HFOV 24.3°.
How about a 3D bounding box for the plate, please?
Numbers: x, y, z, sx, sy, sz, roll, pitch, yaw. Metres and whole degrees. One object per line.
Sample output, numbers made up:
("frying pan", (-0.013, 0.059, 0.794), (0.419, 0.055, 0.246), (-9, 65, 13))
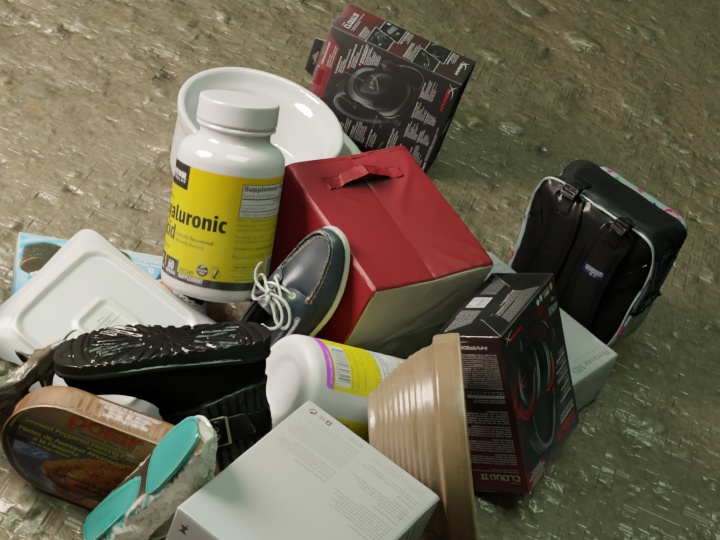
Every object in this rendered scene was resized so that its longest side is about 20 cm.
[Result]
("plate", (-0.251, 0.062, 1.650), (0.200, 0.032, 0.200), (36, 48, 6))

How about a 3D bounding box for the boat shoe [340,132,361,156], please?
("boat shoe", (-0.062, -0.176, 2.075), (0.200, 0.072, 0.068), (31, 36, 28))

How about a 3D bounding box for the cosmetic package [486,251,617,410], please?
("cosmetic package", (0.177, 0.074, 1.867), (0.200, 0.074, 0.102), (38, 40, 23))

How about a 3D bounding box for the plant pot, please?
("plant pot", (0.057, 0.161, 1.556), (0.093, 0.201, 0.201), (-6, 38, 4))

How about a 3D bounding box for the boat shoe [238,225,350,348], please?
("boat shoe", (-0.082, 0.040, 1.666), (0.062, 0.200, 0.075), (11, 32, -48))

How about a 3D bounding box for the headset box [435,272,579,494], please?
("headset box", (0.156, 0.122, 1.711), (0.075, 0.200, 0.149), (1, 25, 29))

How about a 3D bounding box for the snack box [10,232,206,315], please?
("snack box", (-0.260, 0.026, 1.733), (0.200, 0.037, 0.116), (10, 39, -16))

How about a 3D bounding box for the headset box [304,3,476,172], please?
("headset box", (0.024, -0.230, 2.111), (0.200, 0.149, 0.077), (25, 36, 6))

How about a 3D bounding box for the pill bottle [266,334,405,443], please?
("pill bottle", (0.001, 0.131, 1.660), (0.200, 0.104, 0.104), (16, 33, -36))

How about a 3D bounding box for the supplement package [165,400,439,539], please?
("supplement package", (-0.063, 0.249, 1.453), (0.152, 0.151, 0.200), (35, 38, 15))

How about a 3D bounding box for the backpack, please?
("backpack", (0.266, -0.011, 1.915), (0.177, 0.200, 0.150), (35, 34, 23))

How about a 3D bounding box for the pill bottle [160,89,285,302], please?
("pill bottle", (-0.136, -0.077, 1.694), (0.111, 0.200, 0.111), (9, 14, -2))

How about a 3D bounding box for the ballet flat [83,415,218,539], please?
("ballet flat", (-0.167, 0.190, 1.447), (0.072, 0.200, 0.072), (25, 44, -27))

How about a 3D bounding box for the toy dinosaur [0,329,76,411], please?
("toy dinosaur", (-0.360, 0.103, 1.560), (0.200, 0.077, 0.102), (-3, 5, 26))

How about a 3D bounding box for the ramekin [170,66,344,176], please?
("ramekin", (-0.128, -0.143, 1.965), (0.200, 0.098, 0.201), (14, 38, -11))

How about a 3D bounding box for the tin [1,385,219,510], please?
("tin", (-0.223, 0.169, 1.504), (0.200, 0.112, 0.042), (22, 42, -2))

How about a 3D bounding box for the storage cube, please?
("storage cube", (0.000, 0.000, 1.772), (0.171, 0.200, 0.180), (-12, 54, -38))

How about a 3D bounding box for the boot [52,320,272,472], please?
("boot", (-0.177, 0.135, 1.546), (0.211, 0.158, 0.079), (-2, 20, -14))
